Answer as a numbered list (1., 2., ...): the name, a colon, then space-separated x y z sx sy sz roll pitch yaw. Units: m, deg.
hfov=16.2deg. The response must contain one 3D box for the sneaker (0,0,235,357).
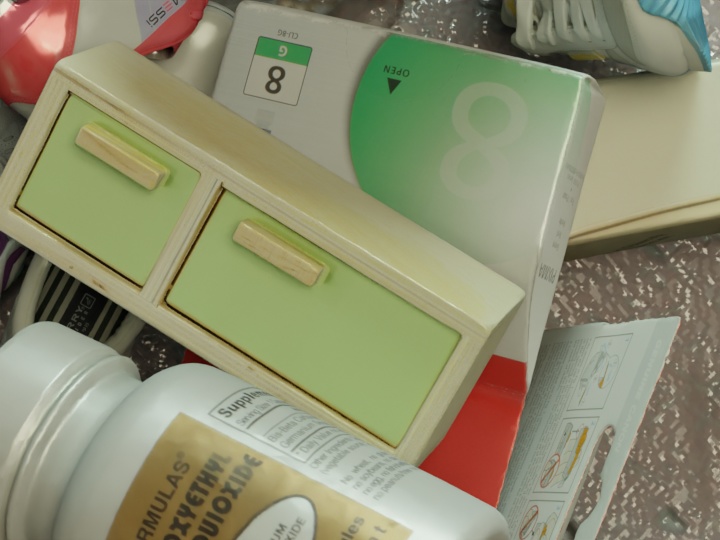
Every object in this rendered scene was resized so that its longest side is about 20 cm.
1. sneaker: -0.094 -0.028 1.097 0.073 0.071 0.200 24 79 -11

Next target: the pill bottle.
1. pill bottle: -0.055 0.100 0.958 0.200 0.114 0.114 26 77 18

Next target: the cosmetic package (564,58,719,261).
1. cosmetic package: 0.132 -0.050 1.143 0.200 0.104 0.073 -12 85 -15

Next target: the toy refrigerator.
1. toy refrigerator: -0.043 -0.005 1.003 0.200 0.070 0.076 32 110 8

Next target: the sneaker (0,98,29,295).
1. sneaker: -0.173 -0.002 1.036 0.078 0.140 0.200 19 80 -10

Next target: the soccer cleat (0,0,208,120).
1. soccer cleat: -0.083 -0.138 1.091 0.200 0.067 0.076 -47 109 -21

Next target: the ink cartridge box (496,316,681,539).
1. ink cartridge box: 0.080 0.102 1.061 0.050 0.200 0.162 27 78 -17

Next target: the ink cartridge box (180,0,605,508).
1. ink cartridge box: 0.000 0.000 1.053 0.161 0.050 0.200 14 86 22

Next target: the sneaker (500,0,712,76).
1. sneaker: 0.104 -0.119 1.096 0.081 0.200 0.077 -10 97 0
